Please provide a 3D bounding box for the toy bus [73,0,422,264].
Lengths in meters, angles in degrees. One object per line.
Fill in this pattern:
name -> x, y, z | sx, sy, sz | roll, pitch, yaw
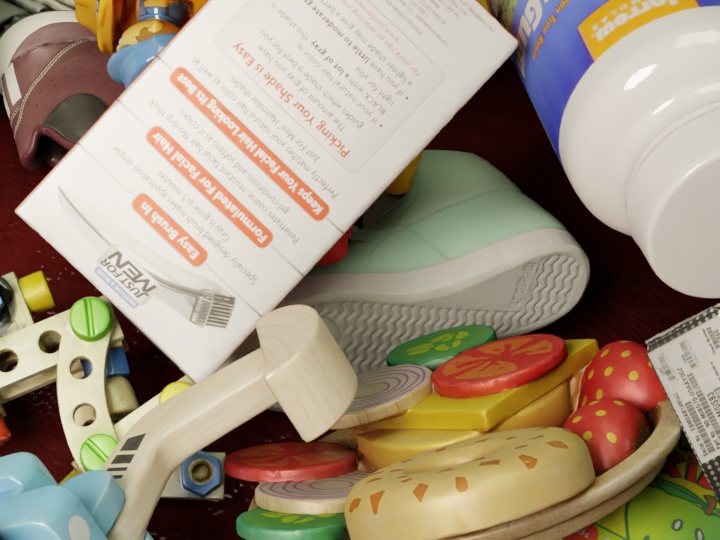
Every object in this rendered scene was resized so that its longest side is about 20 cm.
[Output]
toy bus -> -0.052, -0.101, 0.924 | 0.199, 0.136, 0.193 | 8, 65, -2

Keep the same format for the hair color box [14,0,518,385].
hair color box -> -0.040, -0.062, 0.835 | 0.111, 0.064, 0.200 | 43, 91, -4

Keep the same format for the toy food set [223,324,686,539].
toy food set -> 0.039, 0.074, 0.816 | 0.197, 0.049, 0.200 | -4, 18, 45

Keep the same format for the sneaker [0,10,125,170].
sneaker -> -0.091, -0.082, 1.019 | 0.199, 0.076, 0.116 | -8, 54, -8

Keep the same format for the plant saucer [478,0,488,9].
plant saucer -> 0.164, -0.061, 0.991 | 0.200, 0.048, 0.200 | 50, 11, 30

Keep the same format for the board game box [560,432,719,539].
board game box -> 0.152, 0.108, 0.858 | 0.101, 0.048, 0.200 | 26, 31, 13

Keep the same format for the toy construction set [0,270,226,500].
toy construction set -> -0.166, 0.073, 0.836 | 0.199, 0.092, 0.132 | -20, 80, -22

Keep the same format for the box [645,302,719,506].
box -> 0.220, 0.100, 0.828 | 0.193, 0.047, 0.201 | -8, 70, -58

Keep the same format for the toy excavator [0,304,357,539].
toy excavator -> -0.109, 0.100, 0.756 | 0.194, 0.100, 0.200 | -20, 26, 27

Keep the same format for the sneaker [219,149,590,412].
sneaker -> 0.000, 0.000, 0.964 | 0.200, 0.074, 0.118 | -15, 38, -17

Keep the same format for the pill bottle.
pill bottle -> 0.129, -0.085, 0.826 | 0.112, 0.112, 0.200 | -1, 41, -16

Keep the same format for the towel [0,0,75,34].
towel -> -0.193, -0.212, 1.135 | 0.192, 0.035, 0.200 | 31, 47, 14
